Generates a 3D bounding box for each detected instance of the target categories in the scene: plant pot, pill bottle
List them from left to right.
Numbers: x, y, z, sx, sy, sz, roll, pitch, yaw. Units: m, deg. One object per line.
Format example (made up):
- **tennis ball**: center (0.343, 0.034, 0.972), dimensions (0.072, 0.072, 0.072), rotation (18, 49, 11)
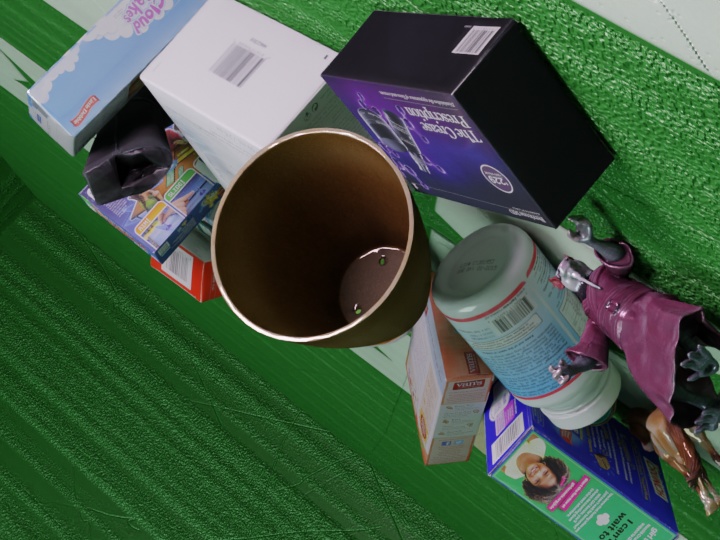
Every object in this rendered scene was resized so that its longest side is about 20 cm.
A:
- **plant pot**: center (-0.010, -0.003, 1.302), dimensions (0.186, 0.187, 0.200), rotation (35, 178, 26)
- **pill bottle**: center (0.163, 0.058, 1.367), dimensions (0.200, 0.109, 0.108), rotation (49, 166, -29)

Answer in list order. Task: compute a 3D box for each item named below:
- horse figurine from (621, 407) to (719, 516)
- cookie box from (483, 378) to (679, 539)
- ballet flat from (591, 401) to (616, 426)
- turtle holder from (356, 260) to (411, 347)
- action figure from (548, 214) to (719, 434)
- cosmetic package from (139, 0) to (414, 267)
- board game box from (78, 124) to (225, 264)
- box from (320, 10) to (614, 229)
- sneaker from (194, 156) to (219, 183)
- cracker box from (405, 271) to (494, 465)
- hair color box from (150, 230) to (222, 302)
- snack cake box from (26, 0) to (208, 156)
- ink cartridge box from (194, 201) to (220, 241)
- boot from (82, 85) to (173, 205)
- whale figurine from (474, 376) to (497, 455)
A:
- **horse figurine**: center (0.315, 0.176, 1.415), dimensions (0.133, 0.050, 0.200), rotation (56, 180, 15)
- **cookie box**: center (0.228, 0.202, 1.514), dimensions (0.199, 0.075, 0.171), rotation (36, -159, -12)
- **ballet flat**: center (0.187, 0.077, 1.491), dimensions (0.200, 0.071, 0.071), rotation (42, 168, -5)
- **turtle holder**: center (-0.005, 0.009, 1.651), dimensions (0.185, 0.141, 0.132), rotation (26, 163, 47)
- **action figure**: center (0.230, 0.033, 1.179), dimensions (0.148, 0.135, 0.200), rotation (-1, -151, -31)
- **cosmetic package**: center (-0.078, -0.136, 1.417), dimensions (0.199, 0.123, 0.200), rotation (32, 166, 39)
- **board game box**: center (-0.221, -0.123, 1.721), dimensions (0.135, 0.200, 0.035), rotation (36, 167, 24)
- **box**: center (0.077, -0.119, 1.097), dimensions (0.141, 0.079, 0.200), rotation (45, 168, -28)
- **sneaker**: center (-0.094, -0.112, 1.682), dimensions (0.199, 0.080, 0.078), rotation (25, -175, -39)
- **cracker box**: center (0.095, 0.109, 1.583), dimensions (0.201, 0.057, 0.135), rotation (97, 166, -57)
- **hair color box**: center (-0.163, -0.030, 1.893), dimensions (0.111, 0.199, 0.064), rotation (32, 126, 36)
- **snack cake box**: center (-0.247, -0.217, 1.471), dimensions (0.067, 0.200, 0.115), rotation (43, 168, -4)
- **ink cartridge box**: center (-0.141, -0.081, 1.808), dimensions (0.199, 0.116, 0.068), rotation (32, 157, 35)
- **boot**: center (-0.214, -0.156, 1.517), dimensions (0.066, 0.164, 0.200), rotation (52, -171, -20)
- **whale figurine**: center (0.169, 0.126, 1.678), dimensions (0.159, 0.103, 0.202), rotation (30, 139, 49)
